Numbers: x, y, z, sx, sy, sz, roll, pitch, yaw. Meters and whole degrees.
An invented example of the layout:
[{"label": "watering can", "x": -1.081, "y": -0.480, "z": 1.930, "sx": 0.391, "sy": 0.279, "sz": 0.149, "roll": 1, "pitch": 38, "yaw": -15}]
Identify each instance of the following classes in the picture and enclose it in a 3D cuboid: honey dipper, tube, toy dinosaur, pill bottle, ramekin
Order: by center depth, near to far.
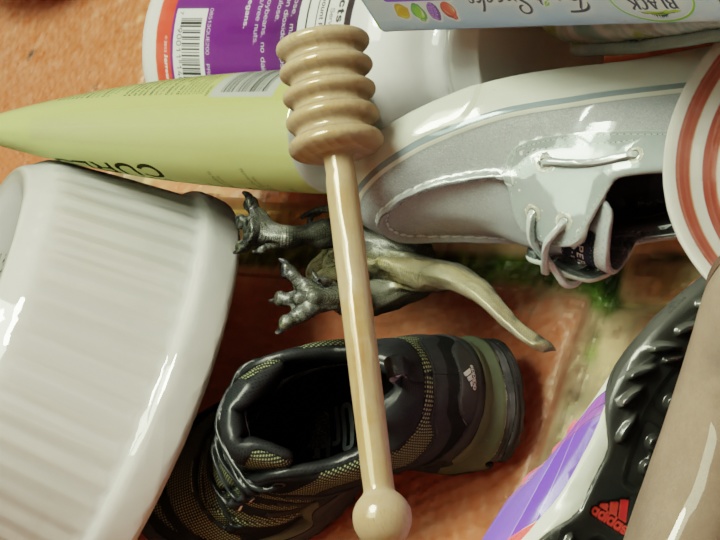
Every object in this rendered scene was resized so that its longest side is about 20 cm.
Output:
[{"label": "honey dipper", "x": -0.003, "y": 0.007, "z": 1.071, "sx": 0.038, "sy": 0.038, "sz": 0.201, "roll": -18, "pitch": 73, "yaw": 38}, {"label": "toy dinosaur", "x": 0.000, "y": 0.000, "z": 1.148, "sx": 0.200, "sy": 0.088, "sz": 0.048, "roll": -152, "pitch": 69, "yaw": -67}, {"label": "tube", "x": -0.080, "y": -0.058, "z": 1.190, "sx": 0.200, "sy": 0.058, "sz": 0.052, "roll": 4, "pitch": 52, "yaw": 44}, {"label": "pill bottle", "x": 0.006, "y": -0.094, "z": 1.210, "sx": 0.200, "sy": 0.112, "sz": 0.113, "roll": 5, "pitch": 71, "yaw": 46}, {"label": "ramekin", "x": -0.137, "y": 0.044, "z": 1.231, "sx": 0.203, "sy": 0.094, "sz": 0.203, "roll": -58, "pitch": 17, "yaw": 30}]

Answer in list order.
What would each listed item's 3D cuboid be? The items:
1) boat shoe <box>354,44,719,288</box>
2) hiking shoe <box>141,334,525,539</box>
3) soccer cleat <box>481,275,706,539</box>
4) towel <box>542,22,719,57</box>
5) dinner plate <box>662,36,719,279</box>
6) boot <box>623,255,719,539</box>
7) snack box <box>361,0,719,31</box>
[{"label": "boat shoe", "x": 0.090, "y": -0.034, "z": 1.086, "sx": 0.200, "sy": 0.070, "sz": 0.072, "roll": -12, "pitch": 58, "yaw": 14}, {"label": "hiking shoe", "x": -0.034, "y": 0.064, "z": 1.160, "sx": 0.200, "sy": 0.101, "sz": 0.076, "roll": -25, "pitch": 62, "yaw": 34}, {"label": "soccer cleat", "x": 0.095, "y": 0.074, "z": 1.062, "sx": 0.200, "sy": 0.068, "sz": 0.073, "roll": -56, "pitch": 19, "yaw": -1}, {"label": "towel", "x": 0.173, "y": -0.155, "z": 1.076, "sx": 0.200, "sy": 0.048, "sz": 0.171, "roll": -4, "pitch": 39, "yaw": 44}, {"label": "dinner plate", "x": 0.207, "y": -0.045, "z": 1.005, "sx": 0.199, "sy": 0.024, "sz": 0.201, "roll": -13, "pitch": 48, "yaw": 15}, {"label": "boot", "x": 0.115, "y": 0.090, "z": 0.948, "sx": 0.070, "sy": 0.200, "sz": 0.146, "roll": 26, "pitch": 68, "yaw": 23}, {"label": "snack box", "x": 0.097, "y": -0.151, "z": 1.042, "sx": 0.200, "sy": 0.053, "sz": 0.142, "roll": 4, "pitch": 46, "yaw": 52}]
